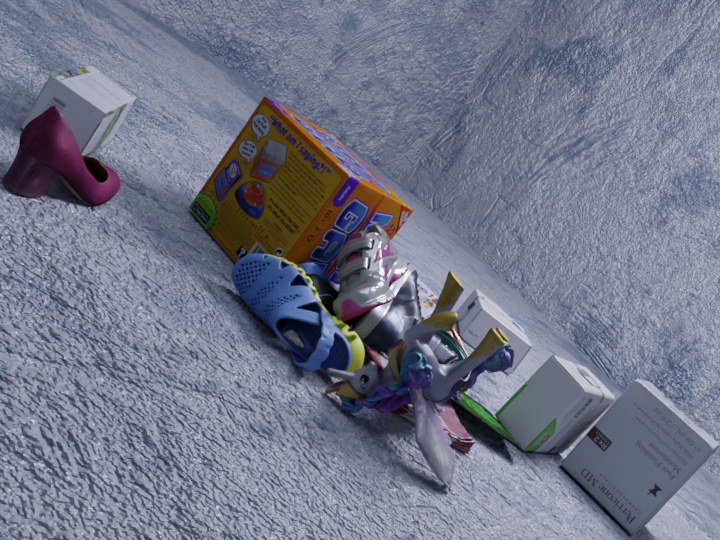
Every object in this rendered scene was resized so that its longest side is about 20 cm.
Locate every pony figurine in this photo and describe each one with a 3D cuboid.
[{"bbox_3d":[0.081,0.128,0.907,0.193,0.199,0.167,46,12,-26],"label":"pony figurine"}]

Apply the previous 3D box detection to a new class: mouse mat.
[{"bbox_3d":[0.161,0.202,1.214,0.199,0.008,0.161,39,3,-17],"label":"mouse mat"}]

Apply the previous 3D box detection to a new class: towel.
[{"bbox_3d":[0.063,0.165,1.071,0.199,0.023,0.144,33,12,-25],"label":"towel"}]

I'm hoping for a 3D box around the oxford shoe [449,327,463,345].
[{"bbox_3d":[0.109,0.109,1.374,0.072,0.072,0.200,-15,52,-40],"label":"oxford shoe"}]

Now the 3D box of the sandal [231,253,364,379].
[{"bbox_3d":[-0.082,0.053,0.927,0.199,0.080,0.087,40,16,15],"label":"sandal"}]

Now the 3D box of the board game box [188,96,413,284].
[{"bbox_3d":[-0.085,-0.091,1.142,0.200,0.201,0.199,45,14,28],"label":"board game box"}]

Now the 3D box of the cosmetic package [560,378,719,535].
[{"bbox_3d":[0.487,0.319,1.345,0.165,0.201,0.164,44,12,27],"label":"cosmetic package"}]

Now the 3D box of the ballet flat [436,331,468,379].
[{"bbox_3d":[0.086,0.111,1.173,0.199,0.075,0.074,30,7,27],"label":"ballet flat"}]

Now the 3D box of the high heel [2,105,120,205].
[{"bbox_3d":[-0.306,-0.127,0.861,0.067,0.097,0.200,38,11,2],"label":"high heel"}]

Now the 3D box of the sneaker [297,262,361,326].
[{"bbox_3d":[-0.039,0.058,1.083,0.200,0.069,0.079,33,34,-57],"label":"sneaker"}]

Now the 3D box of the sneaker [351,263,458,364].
[{"bbox_3d":[0.078,0.081,1.107,0.146,0.077,0.203,40,32,-1],"label":"sneaker"}]

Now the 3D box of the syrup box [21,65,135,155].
[{"bbox_3d":[-0.371,-0.214,1.039,0.081,0.079,0.200,34,12,-15],"label":"syrup box"}]

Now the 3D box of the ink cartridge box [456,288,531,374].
[{"bbox_3d":[0.302,0.136,1.775,0.146,0.086,0.200,38,10,-3],"label":"ink cartridge box"}]

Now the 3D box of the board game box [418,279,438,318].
[{"bbox_3d":[0.041,0.029,1.354,0.125,0.035,0.200,-22,56,-40],"label":"board game box"}]

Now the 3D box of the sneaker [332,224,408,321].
[{"bbox_3d":[0.000,0.000,1.029,0.089,0.080,0.200,62,20,-13],"label":"sneaker"}]

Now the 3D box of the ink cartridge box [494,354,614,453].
[{"bbox_3d":[0.340,0.236,1.338,0.084,0.146,0.199,49,15,31],"label":"ink cartridge box"}]
